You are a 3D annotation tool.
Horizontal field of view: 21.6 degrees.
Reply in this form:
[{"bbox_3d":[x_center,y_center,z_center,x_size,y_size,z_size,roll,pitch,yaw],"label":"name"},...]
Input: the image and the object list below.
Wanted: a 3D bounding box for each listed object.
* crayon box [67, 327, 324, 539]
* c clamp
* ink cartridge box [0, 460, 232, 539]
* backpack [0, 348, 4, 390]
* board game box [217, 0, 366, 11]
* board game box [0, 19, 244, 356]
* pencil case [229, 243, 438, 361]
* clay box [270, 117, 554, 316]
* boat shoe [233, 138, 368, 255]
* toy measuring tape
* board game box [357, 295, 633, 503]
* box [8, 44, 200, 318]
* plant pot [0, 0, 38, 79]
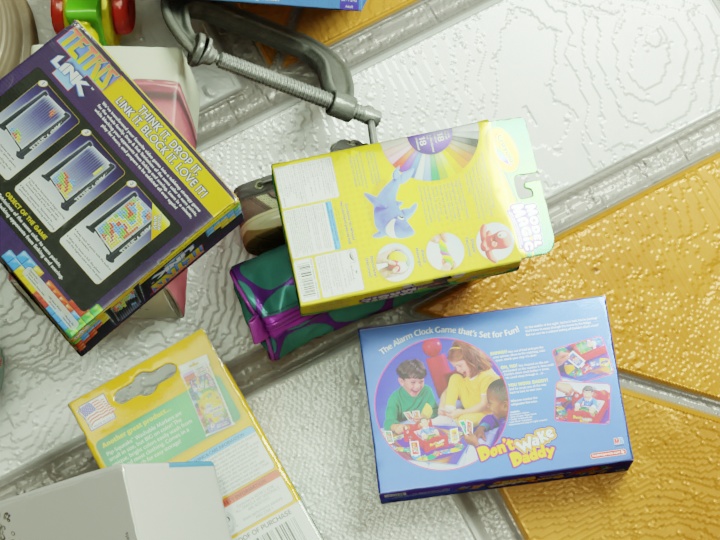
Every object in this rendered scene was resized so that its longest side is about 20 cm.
[{"bbox_3d":[-0.127,0.164,1.478,0.125,0.052,0.200,-29,75,-6],"label":"crayon box"},{"bbox_3d":[-0.070,-0.166,1.518,0.199,0.027,0.171,22,30,-15],"label":"c clamp"},{"bbox_3d":[-0.208,0.234,1.376,0.199,0.147,0.147,-18,79,20],"label":"ink cartridge box"},{"bbox_3d":[-0.376,0.055,1.482,0.199,0.127,0.167,29,89,9],"label":"backpack"},{"bbox_3d":[-0.089,-0.251,1.546,0.199,0.152,0.045,4,107,3],"label":"board game box"},{"bbox_3d":[-0.214,-0.064,1.432,0.165,0.057,0.200,-39,75,-10],"label":"board game box"},{"bbox_3d":[0.000,0.000,1.500,0.199,0.092,0.085,-22,114,-3],"label":"pencil case"},{"bbox_3d":[0.040,-0.042,1.441,0.199,0.048,0.115,-11,79,-4],"label":"clay box"},{"bbox_3d":[-0.009,-0.076,1.530,0.199,0.073,0.065,-20,73,-8],"label":"boat shoe"},{"bbox_3d":[-0.221,-0.243,1.597,0.073,0.074,0.201,0,46,3],"label":"toy measuring tape"},{"bbox_3d":[0.105,0.102,1.489,0.199,0.045,0.135,-7,74,0],"label":"board game box"},{"bbox_3d":[-0.203,-0.070,1.519,0.127,0.109,0.201,1,74,3],"label":"box"},{"bbox_3d":[-0.374,-0.195,1.572,0.200,0.093,0.202,0,75,2],"label":"plant pot"}]
